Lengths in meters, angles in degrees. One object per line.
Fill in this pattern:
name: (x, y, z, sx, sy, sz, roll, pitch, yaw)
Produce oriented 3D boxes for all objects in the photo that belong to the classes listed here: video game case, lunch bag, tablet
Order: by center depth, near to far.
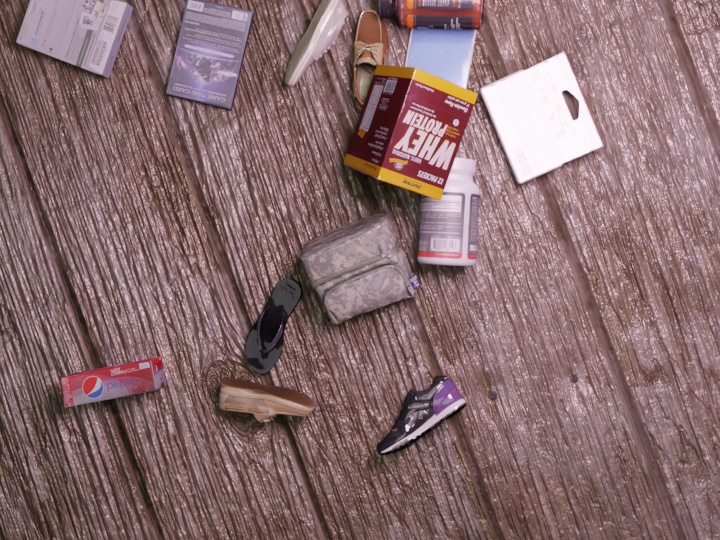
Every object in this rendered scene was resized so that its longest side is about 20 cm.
lunch bag: (0.000, 0.000, 1.625, 0.198, 0.139, 0.169, -22, 105, 7)
tablet: (0.159, -0.444, 1.656, 0.129, 0.014, 0.202, 10, 93, 6)
video game case: (-0.306, -0.441, 1.704, 0.141, 0.019, 0.202, 14, 93, 6)

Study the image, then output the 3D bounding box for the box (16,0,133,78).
box: (-0.587, -0.504, 1.722, 0.198, 0.041, 0.157, 21, 93, 5)

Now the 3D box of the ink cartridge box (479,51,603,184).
ink cartridge box: (0.348, -0.292, 1.622, 0.175, 0.045, 0.202, -23, 89, 7)

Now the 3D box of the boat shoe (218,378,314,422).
boat shoe: (-0.188, 0.268, 1.682, 0.198, 0.071, 0.065, 11, 98, 14)

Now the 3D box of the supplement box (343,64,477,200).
supplement box: (0.087, -0.258, 1.550, 0.132, 0.197, 0.202, 16, 98, -23)

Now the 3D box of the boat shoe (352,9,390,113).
boat shoe: (0.020, -0.410, 1.641, 0.075, 0.074, 0.202, 0, 91, 6)

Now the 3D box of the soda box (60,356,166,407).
soda box: (-0.503, 0.226, 1.710, 0.198, 0.070, 0.064, -11, 90, 6)

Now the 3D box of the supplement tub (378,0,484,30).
supplement tub: (0.135, -0.515, 1.596, 0.198, 0.107, 0.108, 3, 91, 5)

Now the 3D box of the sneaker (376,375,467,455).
sneaker: (0.106, 0.283, 1.655, 0.199, 0.076, 0.088, -34, 73, 2)

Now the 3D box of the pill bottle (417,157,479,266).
pill bottle: (0.170, -0.111, 1.609, 0.115, 0.116, 0.202, 3, 91, 6)

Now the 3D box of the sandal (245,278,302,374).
sandal: (-0.181, 0.110, 1.687, 0.075, 0.043, 0.202, 20, 93, 6)

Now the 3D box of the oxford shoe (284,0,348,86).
oxford shoe: (-0.085, -0.449, 1.659, 0.057, 0.075, 0.201, 28, 97, -31)
